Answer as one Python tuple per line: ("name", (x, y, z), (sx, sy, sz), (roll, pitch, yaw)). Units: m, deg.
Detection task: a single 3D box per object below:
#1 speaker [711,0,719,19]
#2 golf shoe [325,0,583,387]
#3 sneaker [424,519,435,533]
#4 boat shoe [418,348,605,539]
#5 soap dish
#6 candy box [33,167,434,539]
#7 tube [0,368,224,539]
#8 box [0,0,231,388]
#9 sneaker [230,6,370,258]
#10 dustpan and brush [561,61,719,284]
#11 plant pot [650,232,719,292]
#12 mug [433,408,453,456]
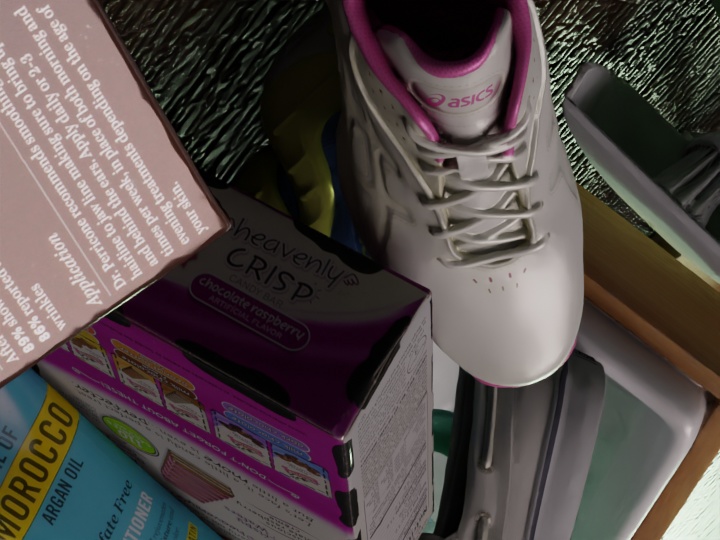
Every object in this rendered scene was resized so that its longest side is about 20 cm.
("speaker", (0.197, -0.152, 0.760), (0.088, 0.089, 0.200), (-28, 166, -23))
("golf shoe", (0.025, -0.044, 0.621), (0.075, 0.092, 0.202), (-17, 114, 2))
("sneaker", (-0.013, 0.160, 1.073), (0.199, 0.082, 0.074), (-32, 156, -15))
("boat shoe", (0.042, 0.121, 0.821), (0.072, 0.065, 0.202), (148, -41, -79))
("soap dish", (0.088, 0.055, 0.948), (0.081, 0.157, 0.201), (-42, 163, -35))
("candy box", (-0.044, 0.042, 0.722), (0.061, 0.136, 0.200), (-56, 165, -22))
("tube", (-0.092, 0.095, 0.731), (0.050, 0.078, 0.200), (-15, 134, 42))
("box", (-0.144, -0.003, 0.534), (0.199, 0.075, 0.101), (-35, 127, -9))
("sneaker", (0.000, 0.000, 0.753), (0.076, 0.105, 0.201), (-36, 159, -28))
("dustpan and brush", (0.146, -0.042, 0.914), (0.057, 0.139, 0.200), (-47, 180, 0))
("plant pot", (0.180, 0.013, 1.158), (0.199, 0.028, 0.201), (-32, 156, -16))
("mug", (-0.035, 0.122, 0.879), (0.184, 0.115, 0.152), (-32, 149, 11))
